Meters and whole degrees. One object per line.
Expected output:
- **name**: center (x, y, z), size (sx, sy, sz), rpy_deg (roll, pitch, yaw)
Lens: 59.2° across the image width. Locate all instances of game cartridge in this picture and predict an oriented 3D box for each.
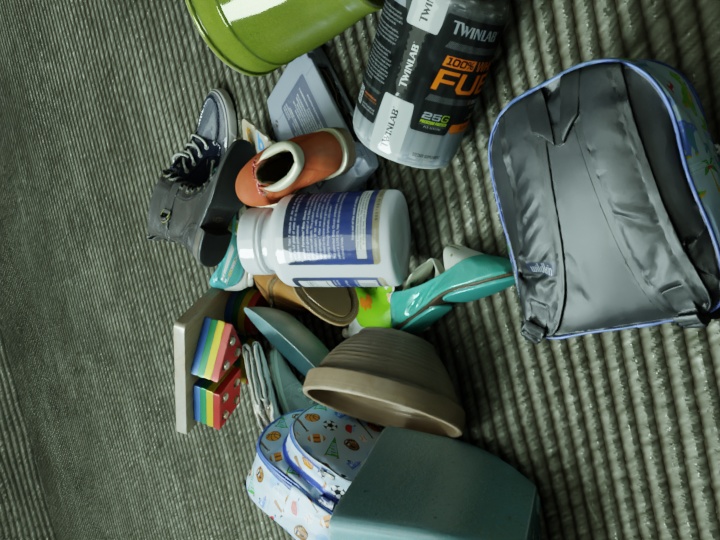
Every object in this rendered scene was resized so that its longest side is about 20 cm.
- **game cartridge**: center (-0.057, -0.177, 0.837), size (0.133, 0.040, 0.203), rpy_deg (-40, 67, 41)

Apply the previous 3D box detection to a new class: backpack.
- **backpack**: center (-0.053, 0.270, 0.845), size (0.187, 0.199, 0.158), rpy_deg (19, 104, 23)
- **backpack**: center (0.205, -0.064, 0.523), size (0.181, 0.145, 0.205), rpy_deg (-15, 96, 47)

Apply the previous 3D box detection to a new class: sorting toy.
- **sorting toy**: center (-0.209, 0.124, 0.999), size (0.068, 0.201, 0.203), rpy_deg (14, 120, 12)

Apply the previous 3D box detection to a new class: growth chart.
- **growth chart**: center (0.000, 0.000, 0.851), size (0.143, 0.017, 0.205), rpy_deg (-16, 88, 48)

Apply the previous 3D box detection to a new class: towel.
- **towel**: center (-0.139, 0.217, 0.981), size (0.134, 0.034, 0.203), rpy_deg (-112, 10, -45)

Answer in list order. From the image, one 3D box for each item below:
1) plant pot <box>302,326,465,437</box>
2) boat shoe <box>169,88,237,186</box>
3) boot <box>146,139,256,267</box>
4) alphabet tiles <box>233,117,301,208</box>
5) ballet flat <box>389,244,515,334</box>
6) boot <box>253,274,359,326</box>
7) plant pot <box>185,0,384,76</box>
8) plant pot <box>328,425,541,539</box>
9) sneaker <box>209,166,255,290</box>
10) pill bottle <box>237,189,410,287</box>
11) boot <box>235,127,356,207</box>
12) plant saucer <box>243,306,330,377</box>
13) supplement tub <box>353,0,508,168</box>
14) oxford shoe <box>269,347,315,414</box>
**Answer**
- **plant pot**: center (0.036, 0.130, 0.770), size (0.198, 0.199, 0.095), rpy_deg (-7, 59, 47)
- **boat shoe**: center (-0.257, -0.186, 1.014), size (0.074, 0.092, 0.205), rpy_deg (29, 122, 36)
- **boot**: center (-0.246, -0.115, 0.933), size (0.172, 0.069, 0.204), rpy_deg (29, 98, 37)
- **alphabet tiles**: center (-0.135, -0.113, 0.931), size (0.200, 0.014, 0.199), rpy_deg (44, 144, 41)
- **ballet flat**: center (0.098, 0.012, 0.723), size (0.199, 0.066, 0.072), rpy_deg (-33, 64, 44)
- **boot**: center (-0.084, 0.035, 0.892), size (0.198, 0.077, 0.156), rpy_deg (32, 152, 15)
- **plant pot**: center (-0.067, -0.340, 0.712), size (0.189, 0.199, 0.206), rpy_deg (0, 102, 34)
- **plant pot**: center (0.102, 0.317, 0.715), size (0.195, 0.196, 0.201), rpy_deg (-2, 107, 24)
- **sneaker**: center (-0.209, -0.069, 0.975), size (0.078, 0.078, 0.205), rpy_deg (120, 140, -69)
- **pill bottle**: center (-0.044, -0.038, 0.766), size (0.195, 0.111, 0.114), rpy_deg (0, 104, 17)
- **boot**: center (-0.110, -0.122, 0.781), size (0.197, 0.106, 0.077), rpy_deg (-17, 96, 42)
- **plant saucer**: center (-0.084, 0.112, 0.912), size (0.200, 0.039, 0.202), rpy_deg (40, 165, 13)
- **supplement tub**: center (0.071, -0.218, 0.636), size (0.122, 0.121, 0.203), rpy_deg (40, 129, 30)
- **oxford shoe**: center (-0.093, 0.213, 0.994), size (0.075, 0.057, 0.203), rpy_deg (61, -175, -71)
